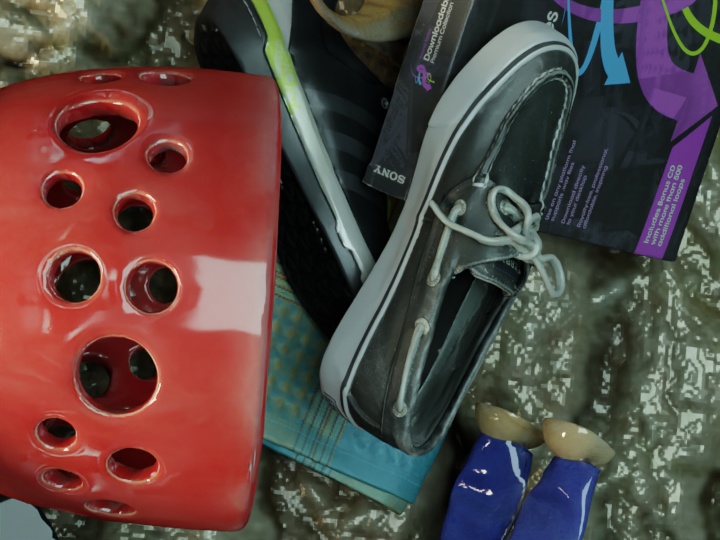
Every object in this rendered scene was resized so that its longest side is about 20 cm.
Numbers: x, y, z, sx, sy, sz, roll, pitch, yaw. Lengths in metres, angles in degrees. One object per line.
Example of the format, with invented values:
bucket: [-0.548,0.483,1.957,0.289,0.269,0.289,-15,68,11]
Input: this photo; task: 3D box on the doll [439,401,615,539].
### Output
doll: [0.047,0.164,1.399,0.048,0.136,0.200,39,69,-50]

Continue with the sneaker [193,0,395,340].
sneaker: [-0.005,-0.055,1.398,0.083,0.072,0.200,-24,95,-23]

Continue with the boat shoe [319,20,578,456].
boat shoe: [0.053,-0.013,1.334,0.074,0.068,0.200,30,90,-47]

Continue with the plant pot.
plant pot: [-0.130,0.010,1.302,0.182,0.200,0.201,3,86,-3]

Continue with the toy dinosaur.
toy dinosaur: [0.022,-0.122,1.407,0.106,0.060,0.200,50,32,-8]

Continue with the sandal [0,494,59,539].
sandal: [-0.152,0.164,1.369,0.076,0.043,0.200,-37,100,-18]

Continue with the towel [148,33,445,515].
towel: [0.000,0.000,1.444,0.146,0.022,0.200,27,78,-16]

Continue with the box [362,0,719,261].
box: [0.099,-0.088,1.415,0.200,0.036,0.143,11,100,-44]
